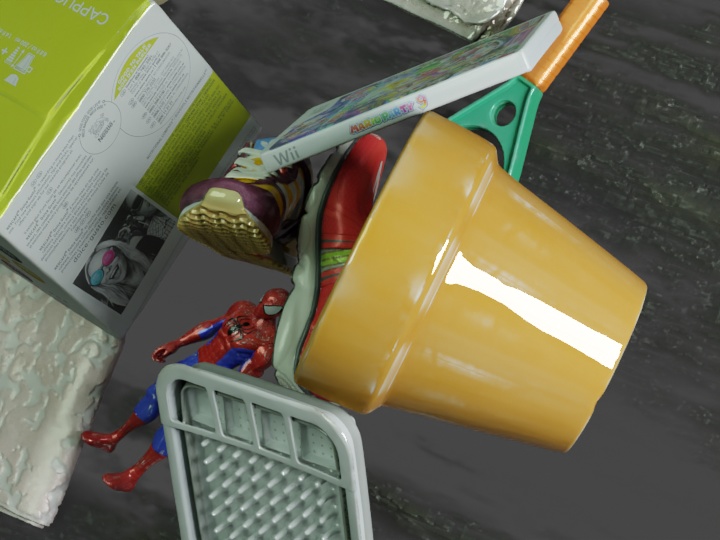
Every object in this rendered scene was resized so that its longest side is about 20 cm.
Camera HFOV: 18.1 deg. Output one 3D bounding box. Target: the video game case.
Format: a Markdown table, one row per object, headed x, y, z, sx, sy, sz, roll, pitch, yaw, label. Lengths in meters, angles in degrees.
| x | y | z | sx | sy | sz | roll | pitch | yaw | label |
| --- | --- | --- | --- | --- | --- | --- | --- | --- | --- |
| 0.037 | -0.126 | 1.571 | 0.199 | 0.143 | 0.018 | -21 | 101 | 19 | video game case |

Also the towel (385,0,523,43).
| x | y | z | sx | sy | sz | roll | pitch | yaw | label |
| --- | --- | --- | --- | --- | --- | --- | --- | --- | --- |
| 0.091 | -0.273 | 1.671 | 0.132 | 0.034 | 0.201 | 27 | 88 | 32 | towel |

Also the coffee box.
| x | y | z | sx | sy | sz | roll | pitch | yaw | label |
| --- | --- | --- | --- | --- | --- | --- | --- | --- | --- |
| -0.233 | -0.108 | 1.678 | 0.199 | 0.198 | 0.200 | 28 | 79 | 33 | coffee box |

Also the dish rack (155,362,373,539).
| x | y | z | sx | sy | sz | roll | pitch | yaw | label |
| --- | --- | --- | --- | --- | --- | --- | --- | --- | --- |
| -0.056 | 0.156 | 1.548 | 0.171 | 0.043 | 0.201 | 15 | 124 | 34 | dish rack |

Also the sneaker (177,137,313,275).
| x | y | z | sx | sy | sz | roll | pitch | yaw | label |
| --- | --- | --- | --- | --- | --- | --- | --- | --- | --- |
| -0.077 | -0.057 | 1.595 | 0.074 | 0.200 | 0.091 | 14 | 83 | 8 | sneaker |

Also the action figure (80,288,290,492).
| x | y | z | sx | sy | sz | roll | pitch | yaw | label |
| --- | --- | --- | --- | --- | --- | --- | --- | --- | --- |
| -0.122 | 0.080 | 1.651 | 0.200 | 0.052 | 0.066 | -42 | 54 | 17 | action figure |

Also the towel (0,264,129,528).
| x | y | z | sx | sy | sz | roll | pitch | yaw | label |
| --- | --- | --- | --- | --- | --- | --- | --- | --- | --- |
| -0.278 | 0.078 | 1.757 | 0.190 | 0.032 | 0.201 | 17 | 84 | 31 | towel |

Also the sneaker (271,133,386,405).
| x | y | z | sx | sy | sz | roll | pitch | yaw | label |
| --- | --- | --- | --- | --- | --- | --- | --- | --- | --- |
| 0.000 | 0.000 | 1.618 | 0.084 | 0.077 | 0.201 | 10 | 86 | 19 | sneaker |

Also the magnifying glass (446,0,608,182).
| x | y | z | sx | sy | sz | roll | pitch | yaw | label |
| --- | --- | --- | --- | --- | --- | --- | --- | --- | --- |
| 0.109 | -0.118 | 1.617 | 0.080 | 0.022 | 0.200 | 38 | 92 | 32 | magnifying glass |

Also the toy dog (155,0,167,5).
| x | y | z | sx | sy | sz | roll | pitch | yaw | label |
| --- | --- | --- | --- | --- | --- | --- | --- | --- | --- |
| -0.129 | -0.289 | 1.757 | 0.200 | 0.096 | 0.132 | -36 | 61 | 14 | toy dog |

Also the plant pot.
| x | y | z | sx | sy | sz | roll | pitch | yaw | label |
| --- | --- | --- | --- | --- | --- | --- | --- | --- | --- |
| 0.080 | 0.025 | 1.482 | 0.183 | 0.200 | 0.201 | 27 | 87 | 2 | plant pot |
